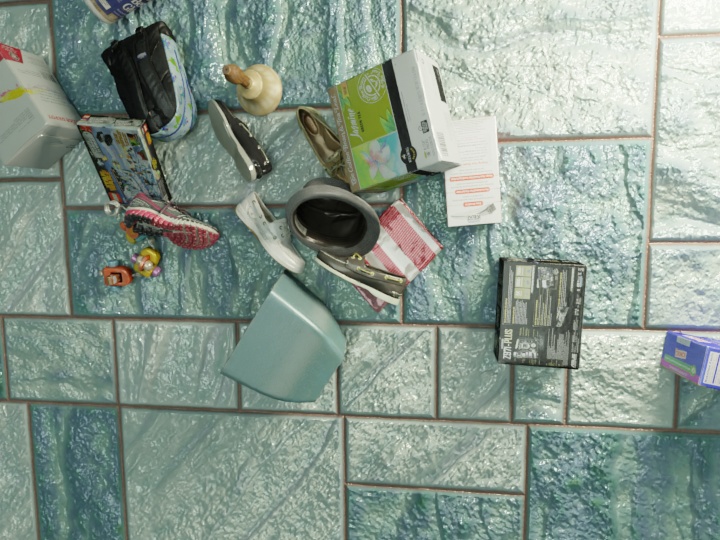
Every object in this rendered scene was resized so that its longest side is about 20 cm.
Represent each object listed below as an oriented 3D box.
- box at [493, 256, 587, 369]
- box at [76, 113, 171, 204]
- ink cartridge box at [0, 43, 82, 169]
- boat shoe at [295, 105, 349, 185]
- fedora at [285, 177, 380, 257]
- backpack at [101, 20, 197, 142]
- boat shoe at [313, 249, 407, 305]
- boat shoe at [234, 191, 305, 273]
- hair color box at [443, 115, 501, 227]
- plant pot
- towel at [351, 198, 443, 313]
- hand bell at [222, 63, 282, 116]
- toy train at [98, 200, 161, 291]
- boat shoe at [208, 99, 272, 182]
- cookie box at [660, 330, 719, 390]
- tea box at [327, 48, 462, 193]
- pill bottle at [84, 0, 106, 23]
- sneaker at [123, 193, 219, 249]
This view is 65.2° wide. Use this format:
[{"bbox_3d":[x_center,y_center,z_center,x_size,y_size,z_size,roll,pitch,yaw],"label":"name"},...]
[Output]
[{"bbox_3d":[0.354,0.082,1.124,0.158,0.086,0.208,2,97,8],"label":"box"},{"bbox_3d":[-0.487,-0.223,1.175,0.132,0.041,0.203,7,138,7],"label":"box"},{"bbox_3d":[-0.718,-0.342,1.200,0.143,0.145,0.203,-34,91,11],"label":"ink cartridge box"},{"bbox_3d":[-0.066,-0.249,1.158,0.073,0.063,0.201,-41,90,10],"label":"boat shoe"},{"bbox_3d":[-0.054,-0.119,1.143,0.193,0.092,0.179,12,138,-7],"label":"fedora"},{"bbox_3d":[-0.422,-0.372,1.167,0.159,0.154,0.205,-24,73,8],"label":"backpack"},{"bbox_3d":[0.000,0.000,1.154,0.197,0.072,0.062,27,96,-4],"label":"boat shoe"},{"bbox_3d":[-0.180,-0.082,1.190,0.069,0.071,0.200,-44,88,12],"label":"boat shoe"},{"bbox_3d":[0.220,-0.194,1.124,0.107,0.064,0.208,-3,94,9],"label":"hair color box"},{"bbox_3d":[-0.138,0.154,1.158,0.197,0.197,0.198,34,100,-6],"label":"plant pot"},{"bbox_3d":[0.059,-0.031,1.187,0.200,0.023,0.144,-44,90,10],"label":"towel"},{"bbox_3d":[-0.228,-0.369,1.099,0.100,0.200,0.108,1,98,8],"label":"hand bell"},{"bbox_3d":[-0.517,-0.044,1.238,0.145,0.056,0.207,6,107,2],"label":"toy train"},{"bbox_3d":[-0.255,-0.279,1.184,0.059,0.074,0.202,-26,73,-29],"label":"boat shoe"},{"bbox_3d":[0.694,0.178,1.045,0.193,0.171,0.078,11,95,7],"label":"cookie box"},{"bbox_3d":[0.066,-0.271,1.070,0.192,0.133,0.207,-15,89,29],"label":"tea box"},{"bbox_3d":[-0.469,-0.604,1.151,0.195,0.111,0.114,-24,93,10],"label":"pill bottle"},{"bbox_3d":[-0.395,-0.108,1.200,0.195,0.076,0.081,19,139,-21],"label":"sneaker"}]
